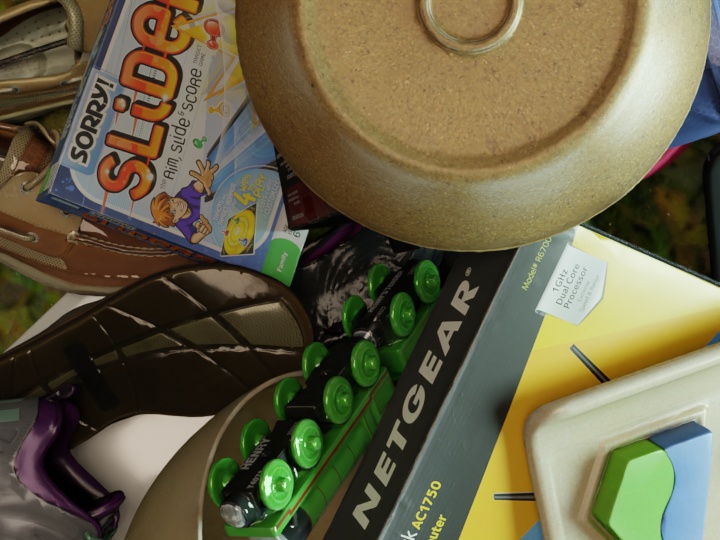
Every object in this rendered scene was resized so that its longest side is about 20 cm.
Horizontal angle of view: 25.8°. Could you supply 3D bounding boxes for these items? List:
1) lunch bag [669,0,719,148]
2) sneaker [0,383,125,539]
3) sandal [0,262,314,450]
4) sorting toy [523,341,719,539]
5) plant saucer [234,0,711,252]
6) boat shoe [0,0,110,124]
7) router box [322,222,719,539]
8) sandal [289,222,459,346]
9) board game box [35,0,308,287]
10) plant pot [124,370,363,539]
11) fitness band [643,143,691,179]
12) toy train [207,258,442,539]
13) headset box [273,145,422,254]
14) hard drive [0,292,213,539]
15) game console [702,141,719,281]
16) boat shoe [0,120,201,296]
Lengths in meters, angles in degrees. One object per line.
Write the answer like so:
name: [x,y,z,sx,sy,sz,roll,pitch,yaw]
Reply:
lunch bag: [0.105,-0.151,0.735,0.132,0.136,0.201,-12,88,23]
sneaker: [-0.154,0.159,0.805,0.087,0.074,0.201,-15,100,15]
sandal: [-0.118,0.046,0.829,0.200,0.055,0.082,-24,105,20]
sorting toy: [0.176,0.124,0.725,0.185,0.036,0.201,-18,112,-15]
plant saucer: [0.045,-0.107,0.642,0.200,0.035,0.201,0,92,4]
boat shoe: [-0.143,-0.128,0.849,0.200,0.076,0.072,-24,83,1]
router box: [0.086,0.080,0.727,0.149,0.051,0.200,21,98,-26]
sandal: [0.000,0.001,0.846,0.200,0.048,0.075,-30,86,4]
board game box: [-0.071,-0.106,0.820,0.135,0.034,0.201,21,78,-19]
plant pot: [-0.047,0.166,0.791,0.134,0.200,0.201,-27,85,37]
fitness band: [0.115,-0.142,0.825,0.143,0.037,0.201,-9,91,23]
toy train: [-0.008,0.064,0.753,0.042,0.200,0.057,-4,122,34]
headset box: [-0.002,-0.106,0.744,0.077,0.149,0.201,-12,90,-12]
hard drive: [-0.171,0.111,0.870,0.200,0.027,0.132,-43,84,3]
game console: [0.283,0.018,0.779,0.199,0.118,0.171,-10,120,4]
boat shoe: [-0.172,-0.040,0.841,0.199,0.072,0.076,9,57,5]
